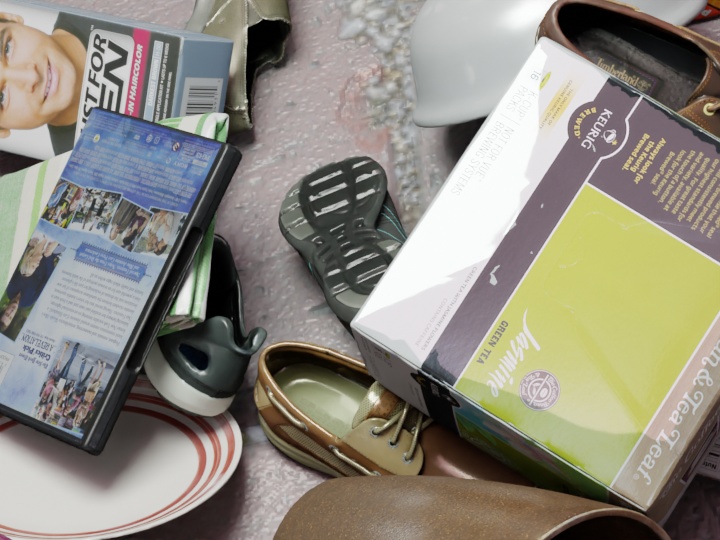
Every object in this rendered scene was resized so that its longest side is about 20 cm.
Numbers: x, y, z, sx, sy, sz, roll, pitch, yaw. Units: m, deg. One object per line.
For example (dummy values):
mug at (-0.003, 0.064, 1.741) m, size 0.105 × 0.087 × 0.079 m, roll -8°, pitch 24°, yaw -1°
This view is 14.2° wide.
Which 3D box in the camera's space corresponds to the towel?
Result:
towel at (-0.164, -0.013, 1.786) m, size 0.199 × 0.023 × 0.154 m, roll -17°, pitch 57°, yaw 39°

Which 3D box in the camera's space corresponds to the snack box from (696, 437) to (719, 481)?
snack box at (0.156, 0.069, 1.687) m, size 0.199 × 0.024 × 0.072 m, roll 16°, pitch 85°, yaw 13°

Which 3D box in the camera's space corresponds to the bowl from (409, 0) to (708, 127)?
bowl at (0.109, -0.170, 1.801) m, size 0.200 × 0.091 × 0.201 m, roll -23°, pitch 10°, yaw 4°

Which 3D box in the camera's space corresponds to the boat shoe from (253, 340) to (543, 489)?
boat shoe at (0.017, 0.098, 1.705) m, size 0.199 × 0.074 × 0.076 m, roll 20°, pitch 62°, yaw 26°

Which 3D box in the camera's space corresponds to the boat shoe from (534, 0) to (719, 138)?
boat shoe at (0.192, -0.099, 1.667) m, size 0.199 × 0.070 × 0.071 m, roll 23°, pitch 72°, yaw 5°

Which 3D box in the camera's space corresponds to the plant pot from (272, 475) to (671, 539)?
plant pot at (0.046, 0.189, 1.585) m, size 0.199 × 0.187 × 0.187 m, roll 21°, pitch 61°, yaw 44°

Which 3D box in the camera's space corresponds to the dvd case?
dvd case at (-0.159, 0.003, 1.739) m, size 0.142 × 0.018 × 0.201 m, roll 17°, pitch 79°, yaw 48°

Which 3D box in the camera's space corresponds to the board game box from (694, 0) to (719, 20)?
board game box at (0.264, -0.318, 1.866) m, size 0.198 × 0.201 × 0.201 m, roll -14°, pitch 52°, yaw 4°

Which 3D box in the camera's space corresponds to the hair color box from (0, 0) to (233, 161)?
hair color box at (-0.184, -0.119, 1.877) m, size 0.199 × 0.060 × 0.100 m, roll 14°, pitch 99°, yaw 33°

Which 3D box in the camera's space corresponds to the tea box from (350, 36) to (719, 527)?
tea box at (0.132, 0.015, 1.616) m, size 0.196 × 0.134 × 0.201 m, roll 32°, pitch 80°, yaw 13°

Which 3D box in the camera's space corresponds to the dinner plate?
dinner plate at (-0.169, 0.117, 1.733) m, size 0.199 × 0.024 × 0.200 m, roll -4°, pitch 27°, yaw 2°

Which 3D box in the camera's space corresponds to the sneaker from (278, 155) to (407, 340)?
sneaker at (0.000, 0.000, 1.788) m, size 0.075 × 0.080 × 0.200 m, roll -23°, pitch 32°, yaw 3°

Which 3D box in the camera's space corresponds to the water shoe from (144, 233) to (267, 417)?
water shoe at (-0.108, 0.002, 1.791) m, size 0.079 × 0.071 × 0.201 m, roll -50°, pitch 46°, yaw 25°

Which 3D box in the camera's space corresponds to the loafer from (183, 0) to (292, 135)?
loafer at (-0.074, -0.169, 1.932) m, size 0.069 × 0.075 × 0.201 m, roll 11°, pitch 67°, yaw 15°

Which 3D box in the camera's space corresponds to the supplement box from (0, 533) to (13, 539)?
supplement box at (-0.229, 0.215, 1.649) m, size 0.199 × 0.131 × 0.103 m, roll 23°, pitch 63°, yaw 26°
